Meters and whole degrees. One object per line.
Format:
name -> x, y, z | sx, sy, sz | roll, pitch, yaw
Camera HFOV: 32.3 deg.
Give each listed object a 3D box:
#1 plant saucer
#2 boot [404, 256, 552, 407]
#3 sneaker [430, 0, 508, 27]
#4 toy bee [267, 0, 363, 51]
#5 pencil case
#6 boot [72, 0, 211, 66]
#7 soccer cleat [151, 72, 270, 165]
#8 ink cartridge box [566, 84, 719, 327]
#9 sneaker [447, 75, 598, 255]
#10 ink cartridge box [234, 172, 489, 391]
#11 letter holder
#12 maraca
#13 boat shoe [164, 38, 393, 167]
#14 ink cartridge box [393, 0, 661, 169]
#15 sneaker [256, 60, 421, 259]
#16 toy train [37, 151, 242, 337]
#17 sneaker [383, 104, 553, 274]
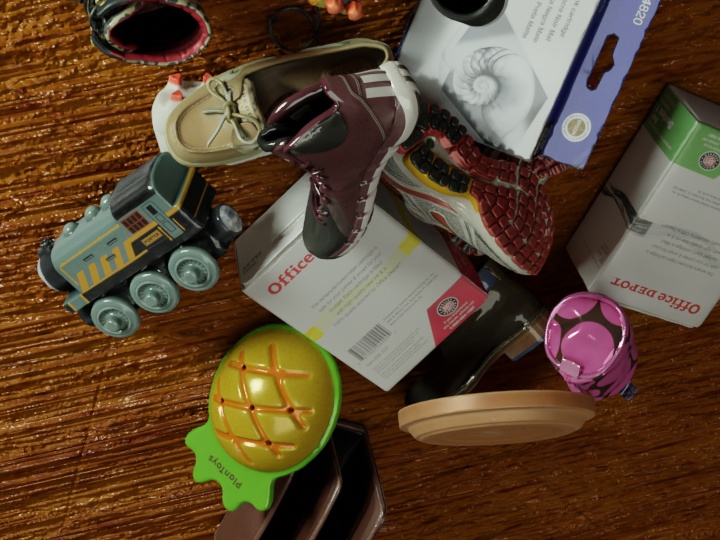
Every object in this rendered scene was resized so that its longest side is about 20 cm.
plant saucer -> 0.137, 0.152, 1.253 | 0.198, 0.033, 0.200 | -4, 165, -1
boot -> 0.100, 0.068, 1.281 | 0.200, 0.075, 0.097 | -38, 99, 26
sneaker -> 0.075, -0.282, 0.951 | 0.070, 0.099, 0.202 | -10, 106, 12
toy bee -> -0.007, -0.249, 0.990 | 0.130, 0.109, 0.201 | -8, 126, -10
pencil case -> 0.230, 0.082, 1.231 | 0.094, 0.091, 0.200 | -54, 159, -1
boot -> -0.209, -0.220, 0.931 | 0.202, 0.154, 0.074 | 5, 123, -17
soccer cleat -> -0.082, -0.129, 1.086 | 0.198, 0.070, 0.078 | 1, 130, -5
ink cartridge box -> 0.315, -0.058, 1.216 | 0.145, 0.085, 0.201 | 17, 119, -23
sneaker -> 0.146, -0.106, 1.156 | 0.078, 0.082, 0.200 | 42, 93, -8
ink cartridge box -> 0.000, 0.000, 1.181 | 0.145, 0.084, 0.200 | -42, 123, 16
letter holder -> -0.067, 0.274, 1.322 | 0.100, 0.143, 0.201 | 17, 119, -24
maraca -> -0.097, 0.147, 1.236 | 0.201, 0.137, 0.107 | -56, 160, 14
boat shoe -> -0.068, -0.144, 1.010 | 0.199, 0.063, 0.074 | -25, 92, -3
ink cartridge box -> 0.142, -0.199, 1.056 | 0.198, 0.041, 0.201 | 19, 112, -6
sneaker -> -0.039, -0.086, 0.993 | 0.115, 0.076, 0.201 | -6, 139, -33
toy train -> -0.199, -0.021, 1.107 | 0.199, 0.086, 0.114 | -29, 118, 30
sneaker -> 0.090, -0.068, 1.077 | 0.200, 0.082, 0.078 | 40, 64, -22
